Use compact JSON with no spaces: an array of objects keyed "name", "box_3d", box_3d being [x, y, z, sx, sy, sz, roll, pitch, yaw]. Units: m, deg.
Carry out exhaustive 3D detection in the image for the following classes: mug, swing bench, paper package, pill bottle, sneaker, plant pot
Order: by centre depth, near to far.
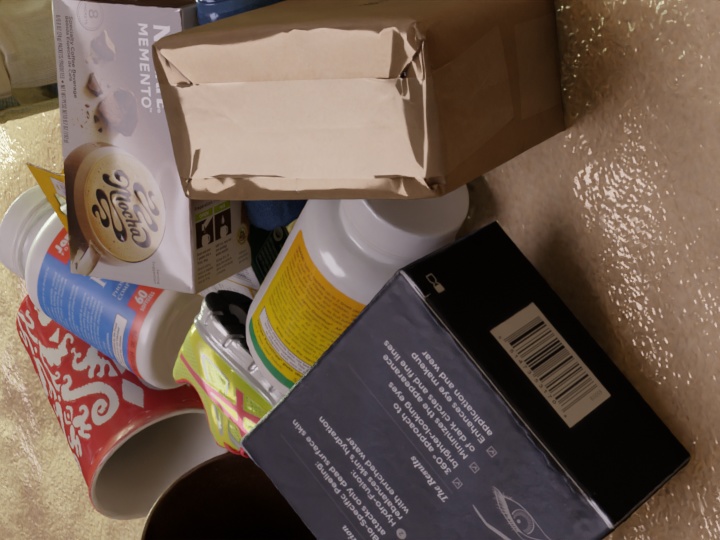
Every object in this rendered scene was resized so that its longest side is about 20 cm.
[{"name":"paper package","box_3d":[0.005,-0.113,1.178,0.189,0.200,0.105,1,106,29]},{"name":"pill bottle","box_3d":[0.000,0.000,1.356,0.113,0.112,0.201,59,144,22]},{"name":"sneaker","box_3d":[-0.065,0.114,1.446,0.200,0.078,0.090,51,118,16]},{"name":"plant pot","box_3d":[-0.068,0.276,1.537,0.187,0.186,0.201,42,150,39]},{"name":"swing bench","box_3d":[-0.253,-0.165,1.588,0.131,0.197,0.200,63,145,17]},{"name":"pill bottle","box_3d":[-0.210,0.006,1.635,0.199,0.112,0.113,29,128,29]},{"name":"mug","box_3d":[-0.222,0.114,1.724,0.201,0.132,0.179,54,140,33]}]

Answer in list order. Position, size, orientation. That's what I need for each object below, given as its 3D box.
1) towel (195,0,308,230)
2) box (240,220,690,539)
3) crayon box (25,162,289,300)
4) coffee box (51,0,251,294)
[{"name":"towel","box_3d":[-0.056,-0.135,1.345,0.048,0.112,0.202,11,129,30]},{"name":"box","box_3d":[0.063,0.113,1.232,0.197,0.117,0.200,51,128,9]},{"name":"crayon box","box_3d":[-0.147,-0.038,1.502,0.198,0.052,0.126,19,154,24]},{"name":"coffee box","box_3d":[-0.144,-0.097,1.363,0.112,0.080,0.202,10,111,28]}]
